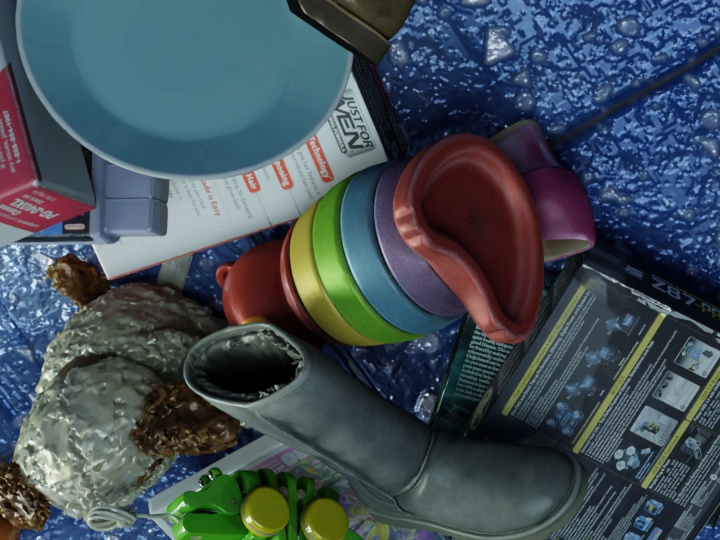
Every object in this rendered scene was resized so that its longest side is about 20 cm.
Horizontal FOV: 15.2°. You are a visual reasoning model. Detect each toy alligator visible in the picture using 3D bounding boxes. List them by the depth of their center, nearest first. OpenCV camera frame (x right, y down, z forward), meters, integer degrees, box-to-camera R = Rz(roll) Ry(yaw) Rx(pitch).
[{"bbox_3d":[-0.076,0.145,1.665,0.199,0.054,0.059,13,148,-26],"label":"toy alligator"}]

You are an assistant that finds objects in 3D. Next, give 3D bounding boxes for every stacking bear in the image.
[{"bbox_3d":[0.000,0.000,1.612,0.200,0.114,0.121,-22,121,37],"label":"stacking bear"}]

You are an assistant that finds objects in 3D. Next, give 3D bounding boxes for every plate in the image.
[{"bbox_3d":[-0.103,-0.138,1.588,0.199,0.201,0.026,16,153,-2],"label":"plate"}]

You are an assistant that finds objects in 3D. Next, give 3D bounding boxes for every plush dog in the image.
[{"bbox_3d":[-0.154,0.084,1.692,0.200,0.172,0.161,-29,110,19],"label":"plush dog"}]

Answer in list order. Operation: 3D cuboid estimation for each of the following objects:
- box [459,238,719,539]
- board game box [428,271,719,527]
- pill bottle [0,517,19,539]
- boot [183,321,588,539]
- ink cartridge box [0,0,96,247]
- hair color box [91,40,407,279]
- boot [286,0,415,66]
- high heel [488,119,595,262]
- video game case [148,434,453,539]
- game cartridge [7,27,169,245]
[{"bbox_3d":[0.162,0.098,1.702,0.161,0.049,0.200,25,117,-8],"label":"box"},{"bbox_3d":[0.155,0.078,1.736,0.199,0.028,0.136,17,117,-2],"label":"board game box"},{"bbox_3d":[-0.330,0.178,1.796,0.199,0.106,0.107,14,117,-1],"label":"pill bottle"},{"bbox_3d":[0.017,0.094,1.612,0.181,0.073,0.200,-5,144,33],"label":"boot"},{"bbox_3d":[-0.275,-0.075,1.600,0.199,0.083,0.146,-21,76,17],"label":"ink cartridge box"},{"bbox_3d":[-0.082,-0.076,1.667,0.199,0.061,0.102,-17,113,15],"label":"hair color box"},{"bbox_3d":[-0.051,-0.203,1.544,0.200,0.074,0.076,34,91,-18],"label":"boot"},{"bbox_3d":[0.055,-0.001,1.667,0.200,0.096,0.067,-35,144,13],"label":"high heel"},{"bbox_3d":[-0.026,0.181,1.775,0.143,0.018,0.200,-29,128,13],"label":"video game case"},{"bbox_3d":[-0.210,-0.080,1.639,0.199,0.038,0.130,-1,80,20],"label":"game cartridge"}]
